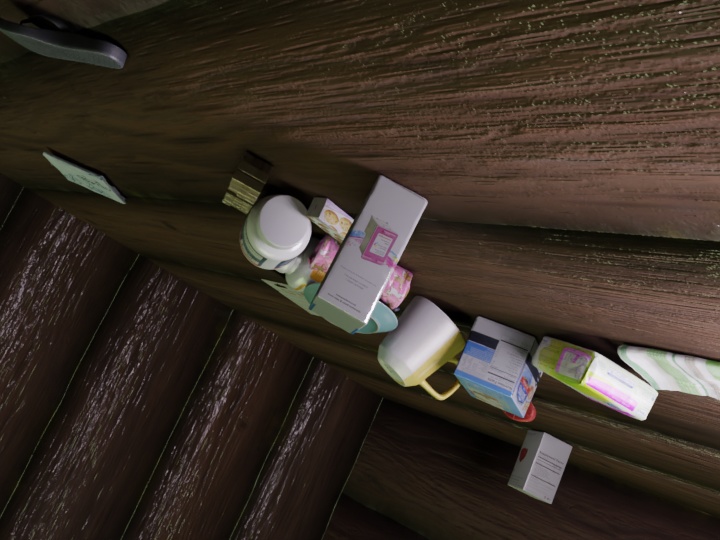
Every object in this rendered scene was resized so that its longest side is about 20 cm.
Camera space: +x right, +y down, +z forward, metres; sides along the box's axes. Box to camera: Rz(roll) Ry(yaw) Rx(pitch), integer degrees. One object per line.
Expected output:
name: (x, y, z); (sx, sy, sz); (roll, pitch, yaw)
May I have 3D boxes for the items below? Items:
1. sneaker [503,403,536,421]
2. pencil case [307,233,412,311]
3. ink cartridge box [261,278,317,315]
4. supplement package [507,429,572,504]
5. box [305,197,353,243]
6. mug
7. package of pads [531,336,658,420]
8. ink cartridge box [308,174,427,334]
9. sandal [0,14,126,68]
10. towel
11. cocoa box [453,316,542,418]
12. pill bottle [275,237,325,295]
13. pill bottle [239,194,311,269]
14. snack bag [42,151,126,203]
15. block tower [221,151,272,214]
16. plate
sneaker: (0.430, 0.367, 2.255); (0.115, 0.079, 0.199); (25, -177, -37)
pencil case: (0.000, 0.000, 1.563); (0.198, 0.087, 0.083); (28, -175, -7)
ink cartridge box: (-0.151, 0.063, 2.218); (0.199, 0.051, 0.160); (39, 163, -32)
supplement package: (0.596, 0.650, 2.729); (0.119, 0.202, 0.121); (27, 167, -11)
box: (-0.014, -0.062, 1.441); (0.038, 0.042, 0.199); (12, 160, 48)
mug: (0.129, 0.170, 1.710); (0.186, 0.153, 0.150); (41, 165, 23)
package of pads: (0.414, 0.190, 1.482); (0.153, 0.069, 0.200); (30, 176, -14)
ink cartridge box: (0.009, -0.021, 1.197); (0.084, 0.202, 0.145); (29, 167, -3)
sandal: (-0.426, -0.334, 1.181); (0.197, 0.044, 0.076); (14, 173, 7)
towel: (0.533, 0.173, 1.327); (0.148, 0.031, 0.199); (34, 165, -34)
cocoa box: (0.290, 0.203, 1.690); (0.132, 0.133, 0.200); (20, 166, 25)
pill bottle: (-0.082, 0.003, 1.667); (0.198, 0.114, 0.112); (30, 167, -23)
pill bottle: (-0.152, -0.072, 1.488); (0.118, 0.121, 0.200); (28, 167, -10)
snack bag: (-0.723, -0.246, 2.149); (0.186, 0.022, 0.200); (24, 168, 8)
block tower: (-0.197, -0.148, 1.422); (0.057, 0.055, 0.200); (29, 168, -11)
plate: (-0.023, 0.083, 1.617); (0.197, 0.026, 0.201); (18, 157, 8)
